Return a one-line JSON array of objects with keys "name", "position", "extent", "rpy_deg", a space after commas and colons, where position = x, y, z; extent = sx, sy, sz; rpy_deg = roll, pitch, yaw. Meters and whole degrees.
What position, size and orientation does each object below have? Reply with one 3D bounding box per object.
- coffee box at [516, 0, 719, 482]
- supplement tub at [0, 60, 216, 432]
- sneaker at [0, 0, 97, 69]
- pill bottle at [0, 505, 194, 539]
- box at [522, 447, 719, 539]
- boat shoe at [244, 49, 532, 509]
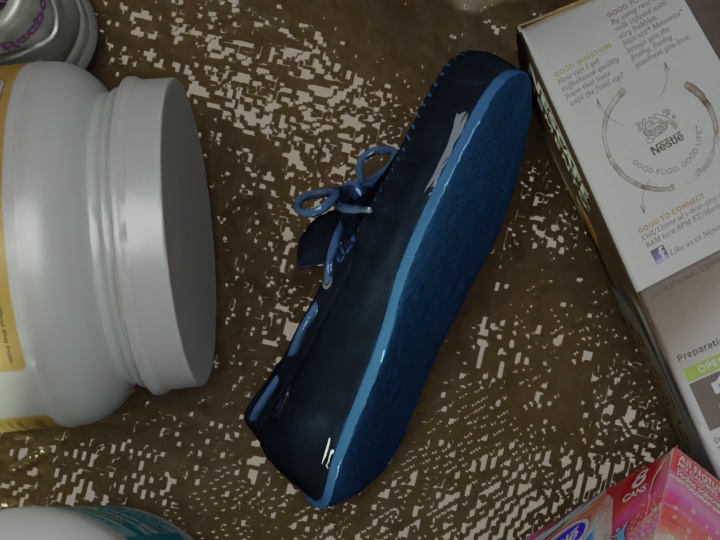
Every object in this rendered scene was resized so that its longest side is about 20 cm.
[{"name": "coffee box", "position": [0.136, -0.010, 0.767], "extent": [0.079, 0.114, 0.201], "rpy_deg": [-23, 83, 2]}, {"name": "supplement tub", "position": [-0.165, -0.006, 0.776], "extent": [0.199, 0.145, 0.146], "rpy_deg": [-5, 83, 4]}, {"name": "sneaker", "position": [-0.205, -0.143, 0.818], "extent": [0.199, 0.100, 0.075], "rpy_deg": [24, 88, 8]}, {"name": "pill bottle", "position": [-0.112, 0.143, 0.726], "extent": [0.110, 0.200, 0.112], "rpy_deg": [0, 83, 4]}, {"name": "box", "position": [0.145, 0.171, 0.704], "extent": [0.200, 0.103, 0.095], "rpy_deg": [37, 44, -13]}, {"name": "boat shoe", "position": [0.000, 0.000, 0.769], "extent": [0.069, 0.084, 0.201], "rpy_deg": [34, 110, 24]}]
